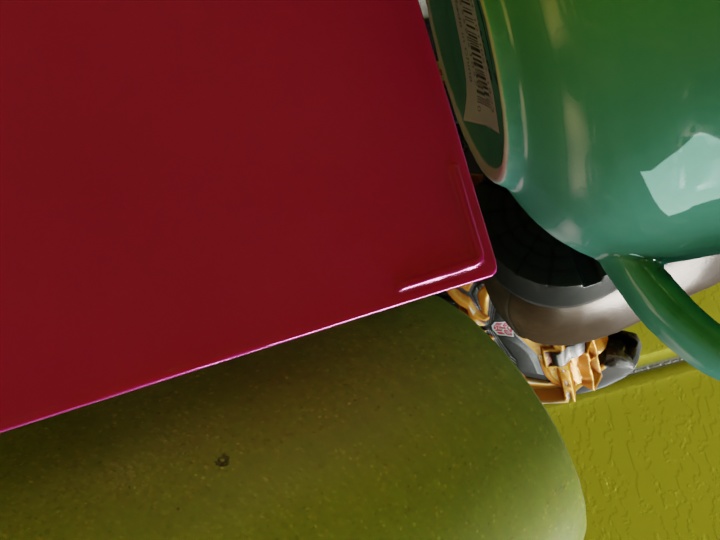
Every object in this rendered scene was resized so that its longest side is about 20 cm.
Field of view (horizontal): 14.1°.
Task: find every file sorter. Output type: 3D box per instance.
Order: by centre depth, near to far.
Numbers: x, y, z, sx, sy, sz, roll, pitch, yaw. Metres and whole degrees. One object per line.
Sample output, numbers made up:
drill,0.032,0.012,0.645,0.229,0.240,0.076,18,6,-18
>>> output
file sorter,-0.095,-0.033,0.776,0.200,0.139,0.125,-17,-178,-29

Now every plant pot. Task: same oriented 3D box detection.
plant pot,-0.042,0.094,0.824,0.200,0.187,0.187,-34,-174,-20

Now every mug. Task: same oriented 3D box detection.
mug,0.085,-0.066,0.795,0.114,0.185,0.152,-13,146,-7

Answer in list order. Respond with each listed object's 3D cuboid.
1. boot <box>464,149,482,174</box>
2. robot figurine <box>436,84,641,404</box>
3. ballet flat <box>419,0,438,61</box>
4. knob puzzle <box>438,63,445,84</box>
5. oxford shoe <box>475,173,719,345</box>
boot,0.134,-0.076,1.024,0.200,0.070,0.132,-33,164,26
robot figurine,0.000,0.000,0.992,0.200,0.145,0.058,3,-136,21
ballet flat,-0.011,-0.097,0.976,0.200,0.073,0.073,-15,180,-1
knob puzzle,0.078,-0.035,1.090,0.220,0.030,0.220,1,-152,-1
oxford shoe,0.120,-0.044,0.918,0.200,0.073,0.084,-30,155,-12
